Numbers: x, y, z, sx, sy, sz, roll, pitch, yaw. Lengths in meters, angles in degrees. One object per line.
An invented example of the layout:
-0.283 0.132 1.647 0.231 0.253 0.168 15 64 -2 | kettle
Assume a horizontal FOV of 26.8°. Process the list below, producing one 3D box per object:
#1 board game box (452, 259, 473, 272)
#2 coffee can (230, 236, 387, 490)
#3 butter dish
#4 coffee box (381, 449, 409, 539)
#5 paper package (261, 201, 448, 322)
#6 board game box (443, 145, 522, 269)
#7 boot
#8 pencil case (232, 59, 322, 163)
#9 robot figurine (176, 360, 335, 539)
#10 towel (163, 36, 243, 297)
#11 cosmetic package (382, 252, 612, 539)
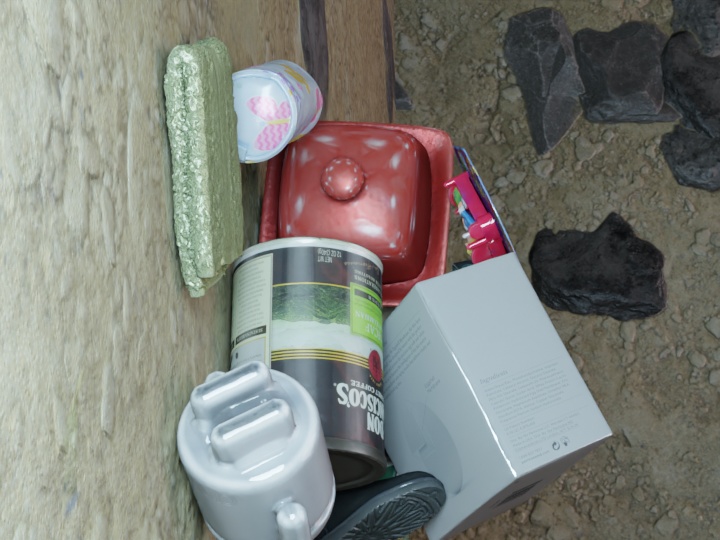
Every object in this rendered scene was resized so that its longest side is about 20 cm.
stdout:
0.145 0.090 1.557 0.200 0.028 0.136 -130 -147 -57 | board game box
-0.050 0.089 1.395 0.146 0.146 0.201 75 13 -66 | coffee can
-0.010 -0.075 1.535 0.148 0.199 0.200 69 25 -74 | butter dish
0.000 0.248 1.571 0.044 0.123 0.201 12 89 -43 | coffee box
0.000 0.000 1.667 0.103 0.199 0.192 -30 116 -84 | paper package
0.116 -0.046 1.528 0.200 0.039 0.159 -105 170 -84 | board game box
-0.011 0.176 1.481 0.066 0.165 0.200 37 27 -43 | boot
-0.090 -0.152 1.430 0.091 0.083 0.200 -49 -177 10 | pencil case
-0.081 0.156 1.207 0.200 0.113 0.170 79 -14 -51 | robot figurine
-0.128 -0.088 1.238 0.148 0.036 0.201 -63 151 -77 | towel
0.107 0.123 1.443 0.201 0.123 0.199 62 -31 15 | cosmetic package
